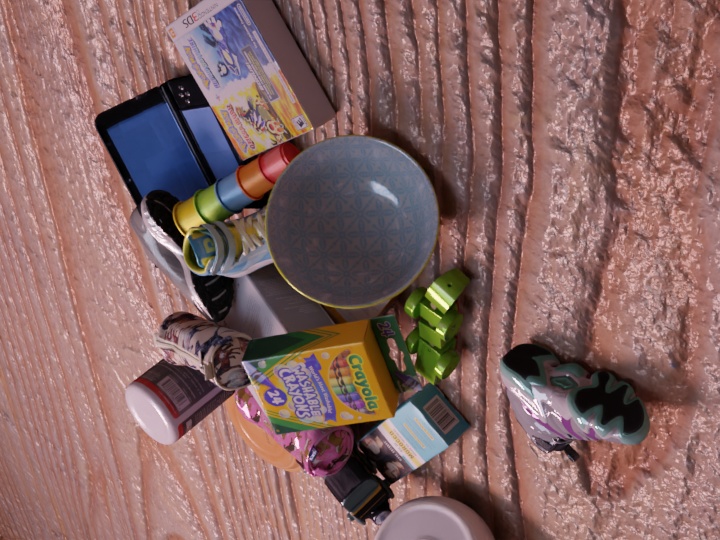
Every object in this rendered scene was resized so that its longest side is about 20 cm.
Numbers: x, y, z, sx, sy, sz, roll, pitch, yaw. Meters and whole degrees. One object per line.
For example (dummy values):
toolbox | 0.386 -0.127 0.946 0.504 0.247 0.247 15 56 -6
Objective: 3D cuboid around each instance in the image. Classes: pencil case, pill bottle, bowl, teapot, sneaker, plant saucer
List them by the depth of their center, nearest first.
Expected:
sneaker | 0.250 0.177 1.316 0.200 0.078 0.140 31 144 44
bowl | -0.007 -0.048 1.339 0.200 0.200 0.108 46 176 9
sneaker | -0.145 -0.044 1.481 0.200 0.130 0.080 -31 76 29
sneaker | -0.247 -0.015 1.587 0.079 0.074 0.201 -29 96 43
pencil case | -0.217 0.110 1.598 0.200 0.089 0.078 14 100 56
teapot | 0.122 0.421 1.634 0.200 0.197 0.146 54 -169 34
pencil case | -0.099 0.217 1.661 0.200 0.086 0.083 34 135 41
pill bottle | -0.263 0.174 1.817 0.116 0.200 0.116 31 141 29
plant saucer | -0.161 0.258 1.927 0.200 0.032 0.201 32 143 28

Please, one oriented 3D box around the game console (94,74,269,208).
game console | -0.242 -0.150 1.558 0.172 0.119 0.201 5 125 56

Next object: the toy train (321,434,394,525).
toy train | -0.026 0.292 1.696 0.200 0.085 0.114 47 178 41

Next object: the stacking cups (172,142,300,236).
stacking cups | -0.160 -0.110 1.504 0.200 0.061 0.061 -31 96 31

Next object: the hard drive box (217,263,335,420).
hard drive box | -0.116 0.095 1.591 0.200 0.077 0.156 52 138 38

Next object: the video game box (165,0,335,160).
video game box | -0.139 -0.248 1.411 0.182 0.047 0.200 -12 111 57

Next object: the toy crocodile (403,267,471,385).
toy crocodile | 0.097 0.073 1.418 0.067 0.062 0.200 35 148 26

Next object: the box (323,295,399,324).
box | 0.000 0.000 1.481 0.119 0.041 0.200 47 144 8

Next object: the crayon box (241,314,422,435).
crayon box | -0.035 0.134 1.451 0.199 0.052 0.126 -11 121 18

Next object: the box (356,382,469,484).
box | 0.070 0.230 1.601 0.082 0.049 0.200 49 147 5
